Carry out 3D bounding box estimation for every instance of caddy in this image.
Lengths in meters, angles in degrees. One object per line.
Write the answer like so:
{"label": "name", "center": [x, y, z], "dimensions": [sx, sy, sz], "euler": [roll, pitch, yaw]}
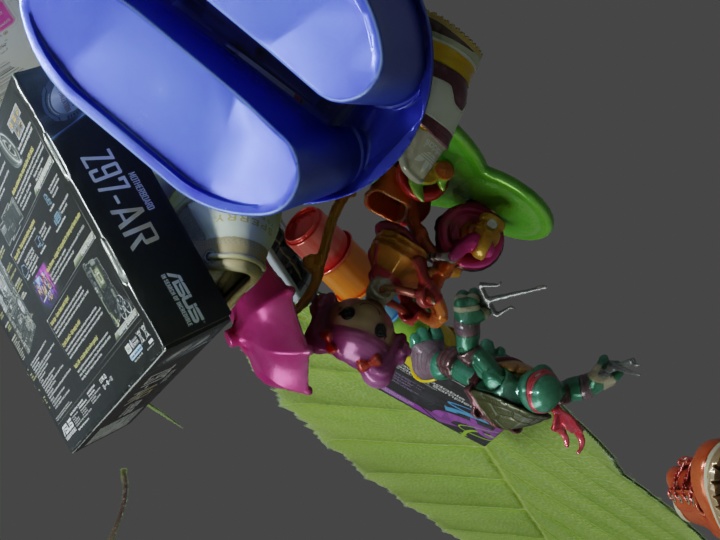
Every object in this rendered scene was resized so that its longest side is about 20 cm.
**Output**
{"label": "caddy", "center": [-0.060, -0.117, 0.540], "dimensions": [0.200, 0.142, 0.105], "euler": [40, -161, 2]}

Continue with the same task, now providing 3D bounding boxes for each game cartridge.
{"label": "game cartridge", "center": [-0.122, -0.037, 1.067], "dimensions": [0.132, 0.041, 0.200], "euler": [19, 160, 21]}

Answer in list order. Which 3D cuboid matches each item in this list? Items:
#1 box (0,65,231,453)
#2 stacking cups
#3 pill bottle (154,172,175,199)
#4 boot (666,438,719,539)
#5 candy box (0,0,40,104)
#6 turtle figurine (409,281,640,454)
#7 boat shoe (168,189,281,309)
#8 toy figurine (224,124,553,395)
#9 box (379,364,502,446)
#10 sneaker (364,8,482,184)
{"label": "box", "center": [-0.160, 0.001, 0.636], "dimensions": [0.161, 0.043, 0.200], "euler": [59, 145, 8]}
{"label": "stacking cups", "center": [0.011, 0.023, 0.978], "dimensions": [0.060, 0.061, 0.200], "euler": [8, 152, 50]}
{"label": "pill bottle", "center": [-0.122, -0.042, 0.747], "dimensions": [0.109, 0.110, 0.200], "euler": [24, 156, 17]}
{"label": "boot", "center": [0.301, 0.190, 0.969], "dimensions": [0.107, 0.075, 0.200], "euler": [21, 163, 39]}
{"label": "candy box", "center": [-0.271, -0.202, 0.666], "dimensions": [0.168, 0.071, 0.200], "euler": [53, 171, 23]}
{"label": "turtle figurine", "center": [0.121, 0.077, 0.900], "dimensions": [0.149, 0.101, 0.200], "euler": [34, 166, -18]}
{"label": "boat shoe", "center": [-0.104, 0.010, 0.657], "dimensions": [0.073, 0.064, 0.200], "euler": [19, 148, -26]}
{"label": "toy figurine", "center": [0.000, 0.000, 0.721], "dimensions": [0.199, 0.185, 0.150], "euler": [29, 163, -3]}
{"label": "box", "center": [0.091, 0.122, 1.173], "dimensions": [0.142, 0.036, 0.200], "euler": [28, 162, 5]}
{"label": "sneaker", "center": [-0.030, -0.100, 0.629], "dimensions": [0.199, 0.091, 0.075], "euler": [12, 166, 42]}
